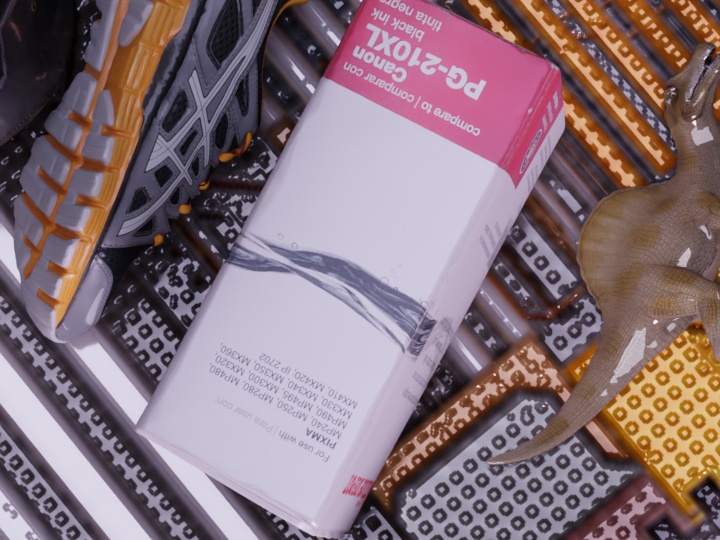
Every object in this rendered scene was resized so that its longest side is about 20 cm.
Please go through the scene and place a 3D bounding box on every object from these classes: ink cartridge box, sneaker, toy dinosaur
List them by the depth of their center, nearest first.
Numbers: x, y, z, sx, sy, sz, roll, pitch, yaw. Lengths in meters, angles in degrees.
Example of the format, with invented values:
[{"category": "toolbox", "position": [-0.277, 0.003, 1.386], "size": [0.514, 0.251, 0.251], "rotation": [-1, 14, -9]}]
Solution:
[{"category": "ink cartridge box", "position": [0.000, 0.000, 1.105], "size": [0.084, 0.145, 0.200], "rotation": [28, 87, 7]}, {"category": "toy dinosaur", "position": [0.133, 0.009, 1.151], "size": [0.101, 0.058, 0.200], "rotation": [20, 79, 20]}, {"category": "sneaker", "position": [-0.083, -0.059, 1.155], "size": [0.077, 0.078, 0.200], "rotation": [19, 101, -32]}]

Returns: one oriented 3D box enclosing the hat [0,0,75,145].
[{"category": "hat", "position": [-0.165, -0.102, 1.148], "size": [0.081, 0.201, 0.201], "rotation": [35, 88, -33]}]
